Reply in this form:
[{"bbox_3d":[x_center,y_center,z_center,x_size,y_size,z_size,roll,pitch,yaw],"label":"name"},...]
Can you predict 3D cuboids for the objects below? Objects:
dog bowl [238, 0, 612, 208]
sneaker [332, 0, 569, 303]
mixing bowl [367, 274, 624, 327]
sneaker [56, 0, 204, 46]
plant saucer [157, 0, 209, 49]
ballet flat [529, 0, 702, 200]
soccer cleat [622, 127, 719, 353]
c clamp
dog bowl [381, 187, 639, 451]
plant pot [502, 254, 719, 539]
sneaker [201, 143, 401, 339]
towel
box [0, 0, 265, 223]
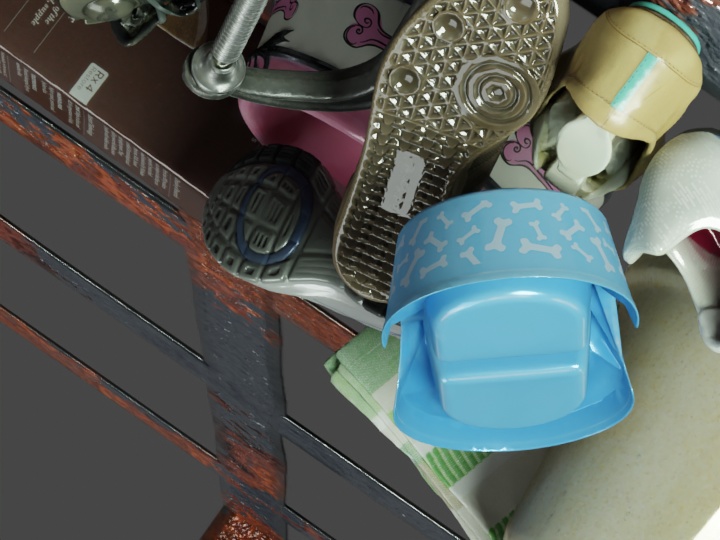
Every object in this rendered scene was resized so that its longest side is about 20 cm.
[{"bbox_3d":[0.025,-0.066,1.482,0.200,0.074,0.200,34,167,9],"label":"dog bowl"},{"bbox_3d":[0.039,-0.077,1.317,0.070,0.076,0.200,28,130,-2],"label":"sneaker"},{"bbox_3d":[0.078,0.043,1.670,0.200,0.109,0.200,35,168,9],"label":"mixing bowl"},{"bbox_3d":[-0.065,-0.143,1.346,0.199,0.114,0.076,22,163,26],"label":"sneaker"},{"bbox_3d":[-0.147,-0.187,1.490,0.200,0.035,0.200,39,-175,-4],"label":"plant saucer"},{"bbox_3d":[0.101,-0.065,1.300,0.069,0.063,0.200,33,168,4],"label":"ballet flat"},{"bbox_3d":[0.195,0.023,1.292,0.200,0.086,0.070,39,150,-13],"label":"soccer cleat"},{"bbox_3d":[-0.025,-0.120,1.290,0.170,0.027,0.200,-3,155,-14],"label":"c clamp"},{"bbox_3d":[0.066,0.023,1.314,0.111,0.050,0.200,-5,155,2],"label":"dog bowl"},{"bbox_3d":[0.171,0.098,1.437,0.200,0.184,0.201,34,168,8],"label":"plant pot"},{"bbox_3d":[0.000,0.000,1.465,0.200,0.075,0.087,27,170,39],"label":"sneaker"},{"bbox_3d":[0.098,0.081,1.531,0.200,0.152,0.023,50,160,11],"label":"towel"},{"bbox_3d":[-0.118,-0.114,1.630,0.200,0.100,0.075,35,168,1],"label":"box"}]
